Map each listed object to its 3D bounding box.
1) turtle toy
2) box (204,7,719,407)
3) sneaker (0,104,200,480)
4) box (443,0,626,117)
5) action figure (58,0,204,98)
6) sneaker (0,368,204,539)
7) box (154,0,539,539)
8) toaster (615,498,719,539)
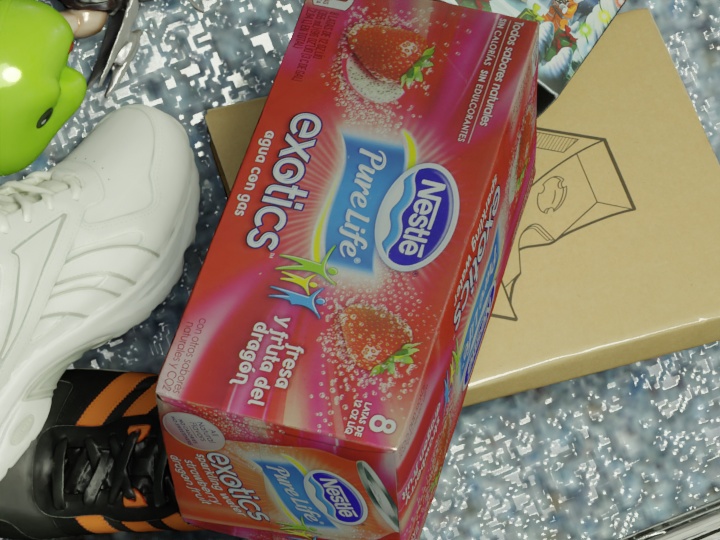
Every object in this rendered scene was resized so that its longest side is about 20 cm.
[{"bbox_3d":[-0.203,-0.060,1.065,0.199,0.146,0.102,-22,102,6],"label":"turtle toy"},{"bbox_3d":[0.052,-0.021,1.170,0.199,0.021,0.164,-14,56,-9],"label":"box"},{"bbox_3d":[-0.140,-0.003,1.125,0.200,0.078,0.100,-55,128,-26],"label":"sneaker"},{"bbox_3d":[0.033,-0.174,1.188,0.200,0.040,0.137,37,65,-4],"label":"box"},{"bbox_3d":[-0.151,-0.145,1.166,0.199,0.069,0.131,16,76,-11],"label":"action figure"},{"bbox_3d":[-0.079,0.073,1.152,0.199,0.090,0.070,-1,87,-9],"label":"sneaker"},{"bbox_3d":[0.000,0.000,1.082,0.095,0.100,0.201,13,58,11],"label":"box"},{"bbox_3d":[0.157,0.162,1.171,0.199,0.114,0.130,-20,88,-7],"label":"toaster"}]
